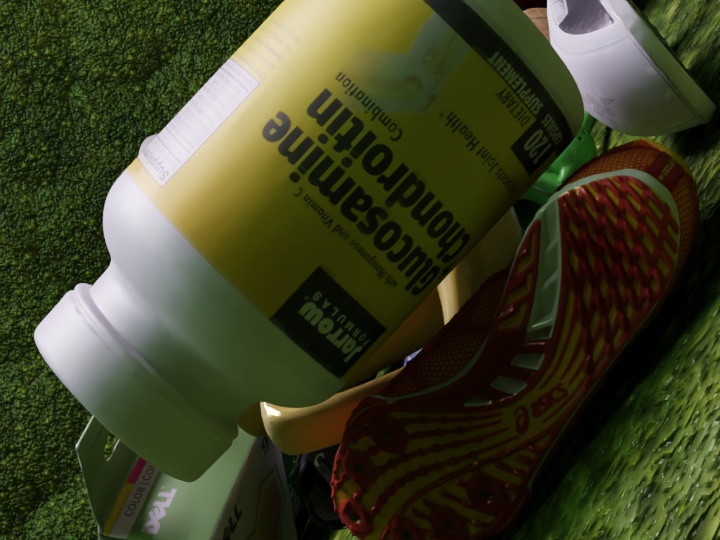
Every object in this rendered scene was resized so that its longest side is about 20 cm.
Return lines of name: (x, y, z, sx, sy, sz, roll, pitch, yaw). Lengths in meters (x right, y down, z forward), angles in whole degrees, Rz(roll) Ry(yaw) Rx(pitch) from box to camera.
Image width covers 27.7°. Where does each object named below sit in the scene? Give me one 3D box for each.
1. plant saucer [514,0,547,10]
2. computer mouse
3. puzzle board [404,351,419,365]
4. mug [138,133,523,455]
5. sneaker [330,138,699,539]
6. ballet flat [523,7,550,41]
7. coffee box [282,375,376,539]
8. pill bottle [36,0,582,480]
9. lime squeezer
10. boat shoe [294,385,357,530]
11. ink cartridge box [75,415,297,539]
plant saucer: (0.118, -0.217, 0.899, 0.200, 0.037, 0.199, -44, -21, 27)
computer mouse: (0.106, -0.105, 0.651, 0.044, 0.110, 0.200, -39, 17, 15)
puzzle board: (0.068, -0.012, 0.920, 0.151, 0.017, 0.200, -58, 6, 14)
mug: (0.000, -0.002, 0.679, 0.152, 0.188, 0.150, -20, -22, 6)
sneaker: (0.060, 0.037, 0.546, 0.200, 0.073, 0.077, -49, -7, 29)
ballet flat: (0.067, -0.058, 0.847, 0.200, 0.068, 0.072, -53, 26, 16)
coffee box: (-0.033, 0.083, 0.938, 0.201, 0.044, 0.123, -63, -18, -21)
pill bottle: (-0.022, -0.023, 0.538, 0.200, 0.112, 0.112, -47, 6, 0)
lime squeezer: (0.087, -0.034, 0.746, 0.201, 0.038, 0.071, -62, 6, -18)
boat shoe: (-0.003, 0.100, 0.737, 0.067, 0.070, 0.200, -58, 13, -10)
ink cartridge box: (-0.078, 0.133, 0.730, 0.104, 0.059, 0.201, -67, -25, -52)
